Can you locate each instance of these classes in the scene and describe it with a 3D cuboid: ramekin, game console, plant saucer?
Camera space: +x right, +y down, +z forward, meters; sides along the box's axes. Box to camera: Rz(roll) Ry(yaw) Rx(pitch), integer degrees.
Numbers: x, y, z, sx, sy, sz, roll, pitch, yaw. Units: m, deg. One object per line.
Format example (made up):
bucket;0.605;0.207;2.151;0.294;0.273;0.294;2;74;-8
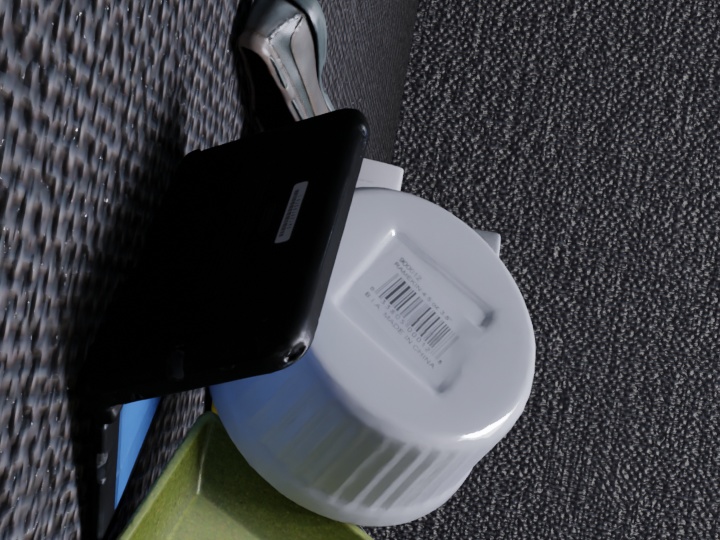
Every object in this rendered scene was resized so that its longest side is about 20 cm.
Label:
ramekin;0.012;0.046;0.739;0.098;0.199;0.202;-49;-159;48
game console;-0.069;0.028;0.642;0.201;0.174;0.117;-77;146;-49
plant saucer;-0.056;0.205;0.658;0.048;0.200;0.200;-48;-174;32

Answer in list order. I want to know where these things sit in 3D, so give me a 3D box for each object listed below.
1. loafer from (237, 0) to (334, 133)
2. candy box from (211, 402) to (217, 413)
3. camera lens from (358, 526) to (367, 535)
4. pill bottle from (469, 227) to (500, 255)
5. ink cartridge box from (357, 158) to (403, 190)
loafer;-0.058;-0.117;0.863;0.063;0.071;0.201;-55;156;-29
candy box;-0.091;0.068;0.996;0.201;0.026;0.103;-75;174;-56
camera lens;-0.070;0.265;0.820;0.160;0.158;0.202;-72;171;-64
pill bottle;0.000;0.000;0.898;0.110;0.198;0.111;10;90;-86
ink cartridge box;-0.023;0.014;1.082;0.147;0.082;0.201;101;2;-61
